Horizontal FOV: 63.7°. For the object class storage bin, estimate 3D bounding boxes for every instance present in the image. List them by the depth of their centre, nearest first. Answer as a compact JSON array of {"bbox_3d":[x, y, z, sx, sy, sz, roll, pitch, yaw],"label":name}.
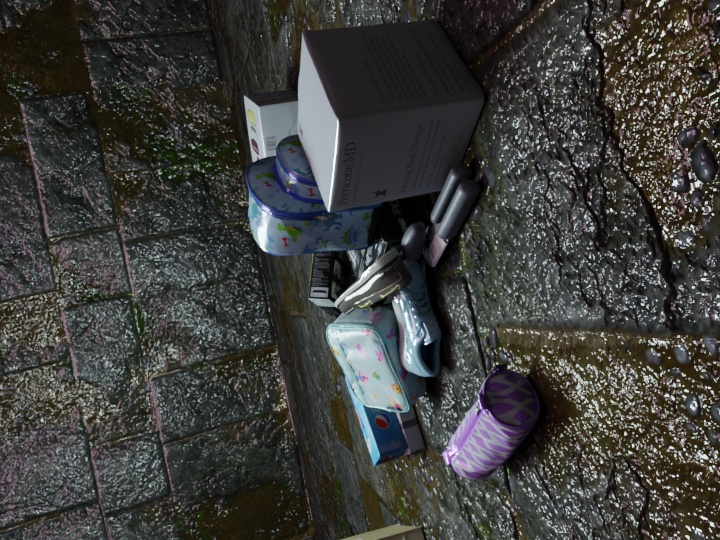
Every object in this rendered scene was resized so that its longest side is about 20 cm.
[{"bbox_3d":[0.040,0.657,1.330,0.200,0.194,0.096,120,139,-66],"label":"storage bin"}]

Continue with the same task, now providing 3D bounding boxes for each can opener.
[{"bbox_3d":[0.109,-0.070,0.841,0.201,0.065,0.054,107,145,-59],"label":"can opener"}]

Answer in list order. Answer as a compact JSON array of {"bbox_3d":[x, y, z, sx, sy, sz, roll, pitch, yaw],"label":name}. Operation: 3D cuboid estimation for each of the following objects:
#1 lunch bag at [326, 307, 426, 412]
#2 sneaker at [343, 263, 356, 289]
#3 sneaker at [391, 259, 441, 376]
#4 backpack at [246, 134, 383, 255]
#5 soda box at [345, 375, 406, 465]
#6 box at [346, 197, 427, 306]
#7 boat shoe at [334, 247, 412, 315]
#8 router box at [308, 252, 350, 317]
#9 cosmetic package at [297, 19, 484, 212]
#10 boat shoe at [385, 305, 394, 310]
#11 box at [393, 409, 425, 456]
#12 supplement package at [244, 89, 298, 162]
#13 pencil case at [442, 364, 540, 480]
[{"bbox_3d":[0.027,0.170,1.078,0.158,0.077,0.204,-4,117,42],"label":"lunch bag"},{"bbox_3d":[0.000,0.000,1.221,0.074,0.079,0.205,133,124,-69],"label":"sneaker"},{"bbox_3d":[0.106,0.082,0.973,0.081,0.073,0.205,13,117,52],"label":"sneaker"},{"bbox_3d":[-0.079,-0.123,0.908,0.185,0.195,0.149,-118,25,-44],"label":"backpack"},{"bbox_3d":[0.029,0.295,1.217,0.068,0.063,0.203,106,148,-55],"label":"soda box"},{"bbox_3d":[0.040,-0.058,1.043,0.202,0.084,0.166,102,151,-52],"label":"box"},{"bbox_3d":[0.018,0.035,0.955,0.061,0.072,0.202,49,144,3],"label":"boat shoe"},{"bbox_3d":[-0.056,0.010,1.256,0.200,0.050,0.153,53,-138,-70],"label":"router box"},{"bbox_3d":[0.029,-0.210,0.785,0.169,0.195,0.169,102,151,-55],"label":"cosmetic package"},{"bbox_3d":[0.044,0.152,1.160,0.070,0.064,0.205,-8,93,28],"label":"boat shoe"},{"bbox_3d":[0.072,0.296,1.254,0.156,0.040,0.204,122,135,-66],"label":"box"},{"bbox_3d":[-0.220,-0.376,1.583,0.200,0.144,0.196,-133,35,-58],"label":"supplement package"},{"bbox_3d":[0.175,0.215,0.786,0.202,0.083,0.085,98,156,-50],"label":"pencil case"}]
